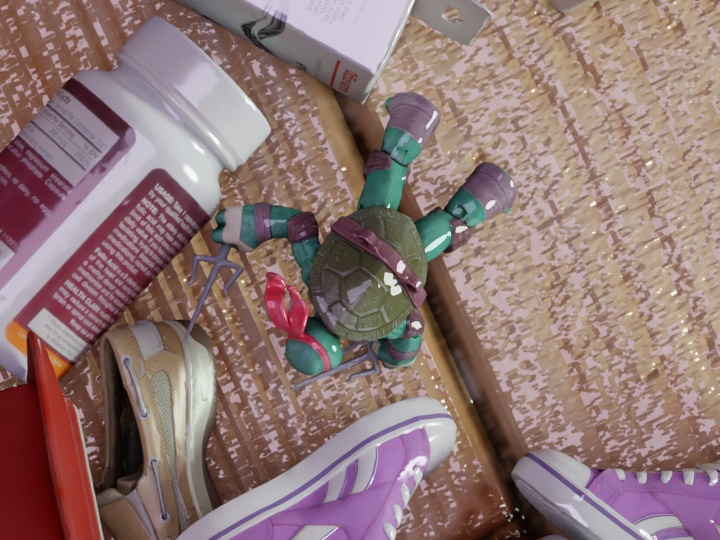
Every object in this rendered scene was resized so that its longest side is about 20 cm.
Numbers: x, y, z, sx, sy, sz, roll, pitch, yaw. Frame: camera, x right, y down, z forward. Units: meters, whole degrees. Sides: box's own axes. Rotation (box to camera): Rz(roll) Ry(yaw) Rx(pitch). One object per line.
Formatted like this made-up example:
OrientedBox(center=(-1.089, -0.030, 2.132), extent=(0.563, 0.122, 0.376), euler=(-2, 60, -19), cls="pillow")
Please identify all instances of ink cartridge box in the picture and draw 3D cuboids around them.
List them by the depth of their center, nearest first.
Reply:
OrientedBox(center=(-0.031, -0.159, 1.001), extent=(0.199, 0.116, 0.068), euler=(28, 86, -2), cls="ink cartridge box")

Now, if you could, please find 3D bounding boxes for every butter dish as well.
OrientedBox(center=(-0.209, 0.165, 0.894), extent=(0.146, 0.201, 0.201), euler=(-5, 132, -15), cls="butter dish")

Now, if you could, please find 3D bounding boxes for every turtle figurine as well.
OrientedBox(center=(0.000, 0.000, 1.000), extent=(0.200, 0.100, 0.150), euler=(-50, 116, -20), cls="turtle figurine")

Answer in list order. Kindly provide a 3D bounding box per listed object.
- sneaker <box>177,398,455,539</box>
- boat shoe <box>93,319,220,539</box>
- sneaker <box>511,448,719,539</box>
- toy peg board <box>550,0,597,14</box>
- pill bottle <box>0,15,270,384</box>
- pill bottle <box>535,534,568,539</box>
OrientedBox(center=(0.000, 0.157, 0.968), extent=(0.200, 0.073, 0.114), euler=(-30, 64, -32), cls="sneaker")
OrientedBox(center=(-0.126, 0.130, 0.992), extent=(0.076, 0.071, 0.203), euler=(-2, 86, -42), cls="boat shoe")
OrientedBox(center=(0.190, 0.131, 1.032), extent=(0.199, 0.073, 0.115), euler=(30, 82, -13), cls="sneaker")
OrientedBox(center=(0.161, -0.285, 0.999), extent=(0.197, 0.098, 0.202), euler=(-23, 86, 13), cls="toy peg board")
OrientedBox(center=(-0.152, -0.040, 0.989), extent=(0.114, 0.114, 0.200), euler=(43, 85, -1), cls="pill bottle")
OrientedBox(center=(0.048, 0.239, 0.991), extent=(0.198, 0.113, 0.114), euler=(-23, 89, -5), cls="pill bottle")
